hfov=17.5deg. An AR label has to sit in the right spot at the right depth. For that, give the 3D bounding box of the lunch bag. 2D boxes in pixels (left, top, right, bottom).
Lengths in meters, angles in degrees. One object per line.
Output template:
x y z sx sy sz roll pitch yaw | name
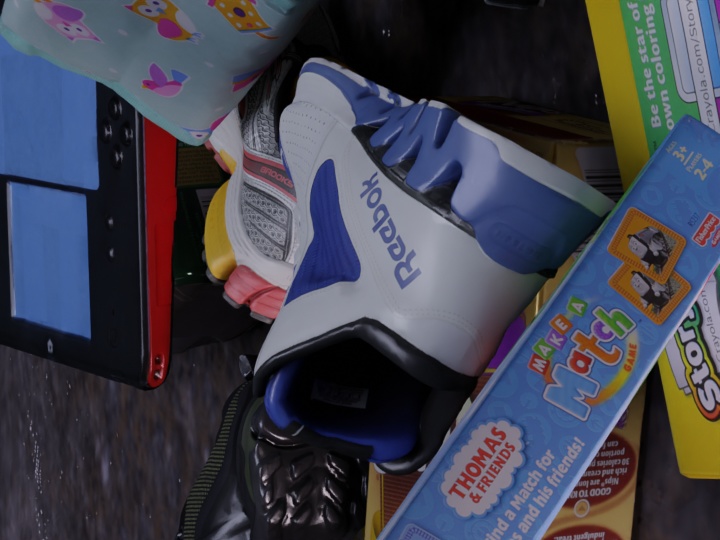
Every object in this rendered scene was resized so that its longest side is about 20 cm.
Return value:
-0.046 -0.176 0.909 0.201 0.122 0.170 -65 10 -21 | lunch bag

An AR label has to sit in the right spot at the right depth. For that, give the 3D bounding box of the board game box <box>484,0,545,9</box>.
0.046 -0.206 0.885 0.200 0.028 0.136 -115 35 -51 | board game box

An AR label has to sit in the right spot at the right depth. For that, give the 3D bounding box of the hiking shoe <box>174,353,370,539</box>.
-0.041 0.139 1.012 0.101 0.075 0.201 -157 77 -69 | hiking shoe

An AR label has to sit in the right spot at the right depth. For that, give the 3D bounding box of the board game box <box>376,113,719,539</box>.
0.034 0.066 0.663 0.037 0.200 0.151 35 144 4 | board game box

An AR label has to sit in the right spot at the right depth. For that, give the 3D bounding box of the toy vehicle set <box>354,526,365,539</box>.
0.003 0.128 1.018 0.124 0.026 0.201 -38 59 57 | toy vehicle set

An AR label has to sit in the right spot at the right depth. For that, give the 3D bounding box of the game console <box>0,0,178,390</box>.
-0.141 -0.044 1.094 0.200 0.031 0.178 11 100 58 | game console

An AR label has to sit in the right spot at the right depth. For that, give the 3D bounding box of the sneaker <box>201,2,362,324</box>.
-0.019 -0.064 0.983 0.082 0.078 0.201 -54 29 32 | sneaker

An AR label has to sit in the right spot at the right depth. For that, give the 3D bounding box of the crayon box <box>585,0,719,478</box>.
0.145 -0.041 0.674 0.172 0.058 0.201 -5 97 61 | crayon box

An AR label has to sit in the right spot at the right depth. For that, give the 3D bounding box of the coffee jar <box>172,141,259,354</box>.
-0.096 -0.068 1.131 0.104 0.085 0.201 -41 56 54 | coffee jar

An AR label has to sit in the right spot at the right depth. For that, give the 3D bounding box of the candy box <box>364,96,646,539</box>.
0.055 0.041 0.887 0.117 0.056 0.201 21 111 59 | candy box

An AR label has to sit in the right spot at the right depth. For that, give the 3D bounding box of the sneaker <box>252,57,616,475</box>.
0.000 0.000 0.780 0.115 0.080 0.199 -59 19 -1 | sneaker
